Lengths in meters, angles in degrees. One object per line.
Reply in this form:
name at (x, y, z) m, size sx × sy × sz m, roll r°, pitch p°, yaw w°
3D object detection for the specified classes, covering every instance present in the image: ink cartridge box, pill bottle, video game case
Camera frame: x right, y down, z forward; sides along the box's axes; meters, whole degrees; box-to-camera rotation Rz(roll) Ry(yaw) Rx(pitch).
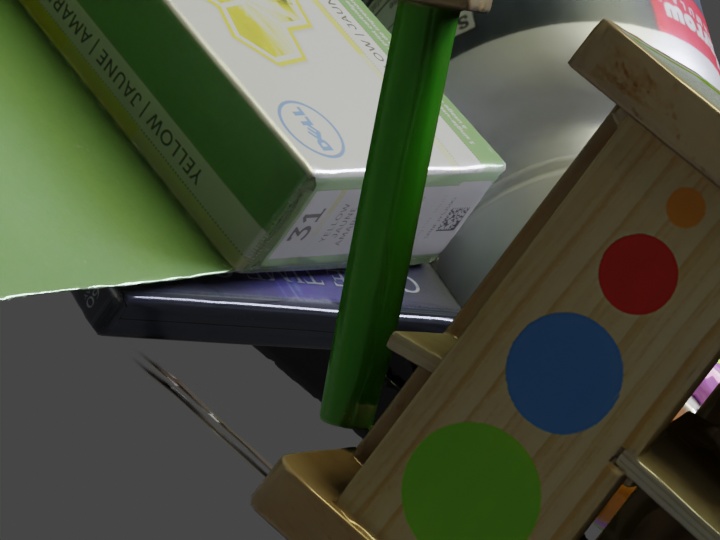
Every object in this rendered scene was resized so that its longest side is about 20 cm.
ink cartridge box at (-0.066, -0.061, 0.851) m, size 0.146 × 0.048 × 0.199 m, roll 50°, pitch 27°, yaw 22°
pill bottle at (0.058, -0.069, 0.998) m, size 0.119 × 0.119 × 0.201 m, roll 30°, pitch 40°, yaw -46°
video game case at (-0.066, -0.053, 0.909) m, size 0.142 × 0.019 × 0.200 m, roll 5°, pitch 42°, yaw -45°

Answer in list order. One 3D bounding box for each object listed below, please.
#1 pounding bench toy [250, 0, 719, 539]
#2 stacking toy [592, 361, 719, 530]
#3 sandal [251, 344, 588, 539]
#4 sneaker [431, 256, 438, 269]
pounding bench toy at (0.043, 0.022, 0.731) m, size 0.200 × 0.156 × 0.124 m, roll 40°, pitch 9°, yaw 13°
stacking toy at (0.105, 0.059, 1.030) m, size 0.110 × 0.116 × 0.200 m, roll 40°, pitch 15°, yaw 12°
sandal at (0.002, 0.018, 0.959) m, size 0.200 × 0.048 × 0.075 m, roll 41°, pitch 9°, yaw 10°
sneaker at (0.003, -0.078, 1.205) m, size 0.099 × 0.069 × 0.201 m, roll 33°, pitch -37°, yaw 27°
